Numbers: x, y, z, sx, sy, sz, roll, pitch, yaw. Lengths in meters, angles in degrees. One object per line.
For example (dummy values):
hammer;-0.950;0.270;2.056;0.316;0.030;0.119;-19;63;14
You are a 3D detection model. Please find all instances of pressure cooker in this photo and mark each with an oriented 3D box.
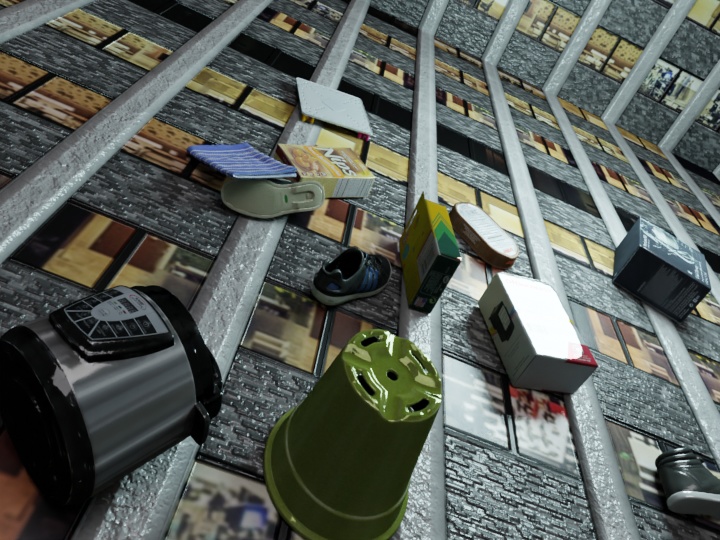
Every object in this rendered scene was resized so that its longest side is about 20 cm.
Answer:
pressure cooker;-0.248;0.111;0.590;0.197;0.175;0.182;-23;96;-48

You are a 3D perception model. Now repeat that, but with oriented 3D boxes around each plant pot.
plant pot;0.005;0.179;0.658;0.193;0.193;0.203;18;36;-14

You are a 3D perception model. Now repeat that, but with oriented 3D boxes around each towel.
towel;-0.226;-0.209;1.071;0.141;0.025;0.198;-11;29;-39

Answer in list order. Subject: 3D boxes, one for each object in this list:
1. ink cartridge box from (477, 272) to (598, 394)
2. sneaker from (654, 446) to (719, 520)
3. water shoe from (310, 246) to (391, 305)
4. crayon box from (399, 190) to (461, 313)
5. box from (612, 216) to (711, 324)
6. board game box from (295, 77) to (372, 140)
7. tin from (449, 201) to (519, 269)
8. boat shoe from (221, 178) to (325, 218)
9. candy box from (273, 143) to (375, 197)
ink cartridge box;0.318;0.112;1.042;0.141;0.084;0.204;11;38;-21
sneaker;0.574;0.346;0.933;0.193;0.072;0.101;13;42;-13
water shoe;0.000;0.000;0.971;0.071;0.080;0.197;41;37;20
crayon box;0.124;-0.039;1.062;0.049;0.129;0.204;15;38;-16
box;0.767;-0.006;1.457;0.193;0.126;0.200;31;35;9
board game box;-0.074;-0.425;1.494;0.193;0.026;0.204;12;38;-22
tin;0.282;-0.085;1.304;0.109;0.043;0.201;-13;52;-38
boat shoe;-0.166;-0.136;1.058;0.193;0.075;0.067;-3;7;-26
candy box;-0.077;-0.209;1.199;0.195;0.056;0.116;-7;48;-39
